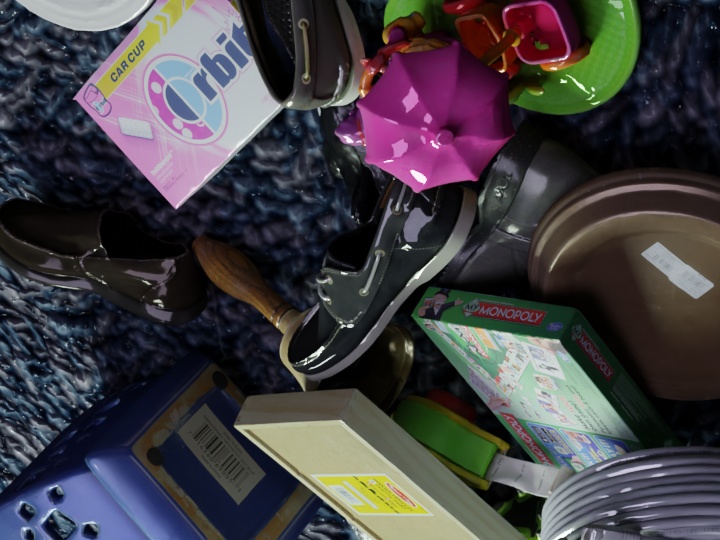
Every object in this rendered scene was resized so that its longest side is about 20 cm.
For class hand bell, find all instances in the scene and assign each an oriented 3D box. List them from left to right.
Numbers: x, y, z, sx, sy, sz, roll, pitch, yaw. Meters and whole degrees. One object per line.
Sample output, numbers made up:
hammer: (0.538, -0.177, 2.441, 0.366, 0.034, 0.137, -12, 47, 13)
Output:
hand bell: (-0.063, 0.033, 1.563, 0.200, 0.104, 0.104, 38, 139, 33)

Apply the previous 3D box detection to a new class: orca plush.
orca plush: (0.006, -0.048, 1.455, 0.105, 0.071, 0.200, 13, 128, 30)

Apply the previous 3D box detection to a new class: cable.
cable: (0.219, 0.187, 1.400, 0.199, 0.069, 0.200, -2, 151, -4)

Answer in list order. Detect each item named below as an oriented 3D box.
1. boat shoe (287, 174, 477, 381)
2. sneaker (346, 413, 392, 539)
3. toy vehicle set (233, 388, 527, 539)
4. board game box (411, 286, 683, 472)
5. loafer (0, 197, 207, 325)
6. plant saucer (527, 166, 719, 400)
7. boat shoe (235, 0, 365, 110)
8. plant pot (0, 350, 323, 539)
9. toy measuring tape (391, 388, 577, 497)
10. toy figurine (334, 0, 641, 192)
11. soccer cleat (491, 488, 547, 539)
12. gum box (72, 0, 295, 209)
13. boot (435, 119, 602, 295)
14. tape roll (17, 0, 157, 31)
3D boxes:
boat shoe: (0.000, 0.000, 1.411, 0.067, 0.072, 0.200, 23, 130, -22)
sneaker: (0.024, 0.183, 1.620, 0.075, 0.080, 0.200, 23, 139, 62)
toy vehicle set: (0.015, 0.154, 1.487, 0.124, 0.027, 0.200, -6, 139, 48)
board game box: (0.138, 0.088, 1.419, 0.134, 0.029, 0.200, 9, 149, 45)
loafer: (-0.210, -0.024, 1.645, 0.199, 0.073, 0.072, 19, 125, 15)
plant saucer: (0.205, 0.017, 1.344, 0.199, 0.030, 0.200, 11, 134, 11)
boat shoe: (-0.058, -0.203, 1.362, 0.072, 0.060, 0.202, -25, 84, 45)
plant pot: (-0.159, 0.195, 1.676, 0.200, 0.200, 0.180, 50, 129, -5)
toy measuring tape: (0.073, 0.126, 1.477, 0.200, 0.073, 0.074, 10, 129, 58)
toy figurine: (0.050, -0.122, 1.286, 0.200, 0.184, 0.150, -6, 117, 40)
soccer cleat: (0.123, 0.219, 1.559, 0.200, 0.065, 0.084, -30, 122, 26)
gum box: (-0.114, -0.141, 1.479, 0.114, 0.066, 0.200, 47, 136, -3)
boot: (0.131, -0.001, 1.405, 0.130, 0.068, 0.200, 30, 136, 8)
tape roll: (-0.200, -0.274, 1.446, 0.202, 0.071, 0.203, 20, 132, 24)
